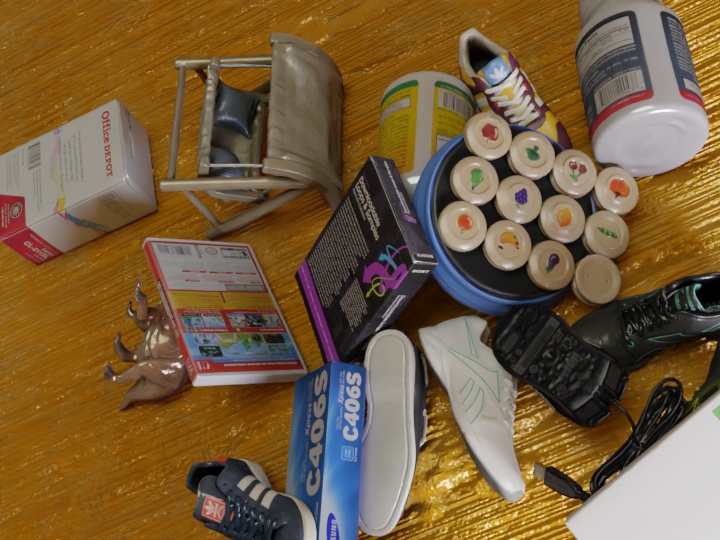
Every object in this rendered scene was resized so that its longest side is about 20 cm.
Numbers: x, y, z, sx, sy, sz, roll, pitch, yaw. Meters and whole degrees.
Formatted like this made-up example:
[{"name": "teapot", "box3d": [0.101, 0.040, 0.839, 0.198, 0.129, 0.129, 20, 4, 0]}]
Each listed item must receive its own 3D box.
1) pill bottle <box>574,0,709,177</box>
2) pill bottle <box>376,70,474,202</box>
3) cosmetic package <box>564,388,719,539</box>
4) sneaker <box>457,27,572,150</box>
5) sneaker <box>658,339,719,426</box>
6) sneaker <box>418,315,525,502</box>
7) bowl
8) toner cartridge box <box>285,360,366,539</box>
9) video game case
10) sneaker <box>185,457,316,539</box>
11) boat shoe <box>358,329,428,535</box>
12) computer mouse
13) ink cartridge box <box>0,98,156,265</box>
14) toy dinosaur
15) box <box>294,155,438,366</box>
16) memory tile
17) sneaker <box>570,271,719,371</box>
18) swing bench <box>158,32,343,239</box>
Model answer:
[{"name": "pill bottle", "box3d": [0.293, -0.215, 0.973, 0.118, 0.120, 0.203, -11, 60, 17]}, {"name": "pill bottle", "box3d": [0.071, -0.110, 1.017, 0.111, 0.113, 0.203, -6, 62, 20]}, {"name": "cosmetic package", "box3d": [0.270, 0.180, 0.723, 0.199, 0.085, 0.108, -41, 71, 1]}, {"name": "sneaker", "box3d": [0.168, -0.190, 1.030, 0.074, 0.090, 0.201, -35, 56, 1]}, {"name": "sneaker", "box3d": [0.295, 0.146, 0.810, 0.083, 0.075, 0.203, 13, 70, 28]}, {"name": "sneaker", "box3d": [0.124, 0.127, 0.897, 0.079, 0.071, 0.202, -22, 58, 0]}, {"name": "bowl", "box3d": [0.152, -0.056, 0.935, 0.197, 0.039, 0.205, 3, 76, -12]}, {"name": "toner cartridge box", "box3d": [-0.038, 0.201, 0.907, 0.095, 0.043, 0.204, -37, 45, 56]}, {"name": "video game case", "box3d": [-0.155, 0.043, 1.027, 0.018, 0.141, 0.202, -55, 48, 33]}, {"name": "sneaker", "box3d": [-0.115, 0.240, 0.886, 0.199, 0.083, 0.076, 17, 91, 58]}, {"name": "boat shoe", "box3d": [0.033, 0.165, 0.921, 0.073, 0.060, 0.204, -8, 69, 28]}, {"name": "computer mouse", "box3d": [0.192, 0.128, 0.849, 0.199, 0.046, 0.142, 31, 86, 37]}, {"name": "ink cartridge box", "box3d": [-0.384, -0.118, 1.232, 0.197, 0.083, 0.148, -22, 57, 11]}, {"name": "toy dinosaur", "box3d": [-0.217, 0.090, 1.061, 0.134, 0.086, 0.203, 21, 94, -14]}, {"name": "box", "box3d": [0.000, 0.000, 0.966, 0.201, 0.036, 0.145, -56, 44, 41]}, {"name": "memory tile", "box3d": [0.182, -0.062, 0.913, 0.197, 0.017, 0.156, 21, 74, -7]}, {"name": "sneaker", "box3d": [0.288, 0.039, 0.868, 0.197, 0.079, 0.077, -18, 59, 15]}, {"name": "swing bench", "box3d": [-0.125, -0.170, 1.122, 0.196, 0.130, 0.202, -11, 60, 17]}]
